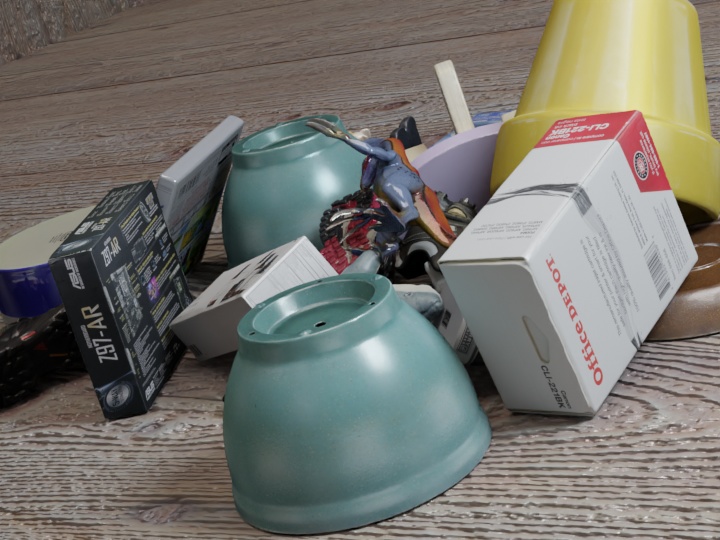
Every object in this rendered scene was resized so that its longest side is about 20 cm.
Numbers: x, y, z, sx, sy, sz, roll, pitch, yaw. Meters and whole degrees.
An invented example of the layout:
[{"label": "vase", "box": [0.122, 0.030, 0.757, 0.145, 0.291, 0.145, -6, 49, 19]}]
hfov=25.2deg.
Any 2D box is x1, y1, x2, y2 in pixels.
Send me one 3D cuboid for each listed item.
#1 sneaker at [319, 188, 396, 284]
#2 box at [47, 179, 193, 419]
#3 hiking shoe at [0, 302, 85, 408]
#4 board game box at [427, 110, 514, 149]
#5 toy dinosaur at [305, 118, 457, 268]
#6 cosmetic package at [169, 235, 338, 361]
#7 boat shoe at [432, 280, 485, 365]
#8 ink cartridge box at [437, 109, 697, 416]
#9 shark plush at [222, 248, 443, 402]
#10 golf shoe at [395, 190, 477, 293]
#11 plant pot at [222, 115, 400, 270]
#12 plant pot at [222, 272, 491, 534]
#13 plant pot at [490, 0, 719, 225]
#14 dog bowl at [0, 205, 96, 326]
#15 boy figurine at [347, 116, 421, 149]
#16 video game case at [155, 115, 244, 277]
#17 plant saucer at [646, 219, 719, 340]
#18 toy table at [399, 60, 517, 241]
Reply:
[{"label": "sneaker", "box": [0.000, 0.000, 1.520, 0.081, 0.075, 0.200, -22, 27, 27]}, {"label": "box", "box": [-0.214, 0.022, 1.490, 0.043, 0.160, 0.200, -12, 19, 14]}, {"label": "hiking shoe", "box": [-0.308, 0.063, 1.587, 0.200, 0.076, 0.101, -25, 23, -22]}, {"label": "board game box", "box": [0.166, -0.130, 1.787, 0.200, 0.043, 0.199, -1, 25, 38]}, {"label": "toy dinosaur", "box": [0.034, -0.063, 1.469, 0.200, 0.105, 0.182, 17, 34, 9]}, {"label": "cosmetic package", "box": [-0.099, 0.027, 1.429, 0.083, 0.051, 0.200, -43, 10, -25]}, {"label": "boat shoe", "box": [0.095, 0.044, 1.329, 0.057, 0.069, 0.200, 18, 10, -5]}, {"label": "ink cartridge box", "box": [0.162, -0.006, 1.217, 0.084, 0.144, 0.200, -3, 33, 40]}, {"label": "shark plush", "box": [-0.029, 0.055, 1.358, 0.200, 0.091, 0.083, -18, 26, -5]}, {"label": "golf shoe", "box": [0.115, -0.006, 1.455, 0.200, 0.078, 0.095, 15, 61, 48]}, {"label": "plant pot", "box": [-0.060, -0.083, 1.689, 0.200, 0.134, 0.200, -15, 18, 5]}, {"label": "plant pot", "box": [-0.016, 0.084, 1.182, 0.200, 0.134, 0.200, -14, 18, 5]}, {"label": "plant pot", "box": [0.225, -0.144, 1.426, 0.201, 0.189, 0.201, 7, -9, 1]}, {"label": "dog bowl", "box": [-0.311, -0.006, 1.787, 0.200, 0.079, 0.200, -15, 19, 5]}, {"label": "boy figurine", "box": [-0.028, -0.136, 1.874, 0.200, 0.064, 0.124, -2, 26, 28]}, {"label": "video game case", "box": [-0.186, -0.052, 1.683, 0.022, 0.182, 0.200, 23, 27, 6]}, {"label": "plant saucer", "box": [0.280, 0.001, 1.330, 0.200, 0.032, 0.200, -16, 19, 6]}, {"label": "toy table", "box": [0.117, -0.104, 1.584, 0.200, 0.184, 0.117, -9, 35, -3]}]
